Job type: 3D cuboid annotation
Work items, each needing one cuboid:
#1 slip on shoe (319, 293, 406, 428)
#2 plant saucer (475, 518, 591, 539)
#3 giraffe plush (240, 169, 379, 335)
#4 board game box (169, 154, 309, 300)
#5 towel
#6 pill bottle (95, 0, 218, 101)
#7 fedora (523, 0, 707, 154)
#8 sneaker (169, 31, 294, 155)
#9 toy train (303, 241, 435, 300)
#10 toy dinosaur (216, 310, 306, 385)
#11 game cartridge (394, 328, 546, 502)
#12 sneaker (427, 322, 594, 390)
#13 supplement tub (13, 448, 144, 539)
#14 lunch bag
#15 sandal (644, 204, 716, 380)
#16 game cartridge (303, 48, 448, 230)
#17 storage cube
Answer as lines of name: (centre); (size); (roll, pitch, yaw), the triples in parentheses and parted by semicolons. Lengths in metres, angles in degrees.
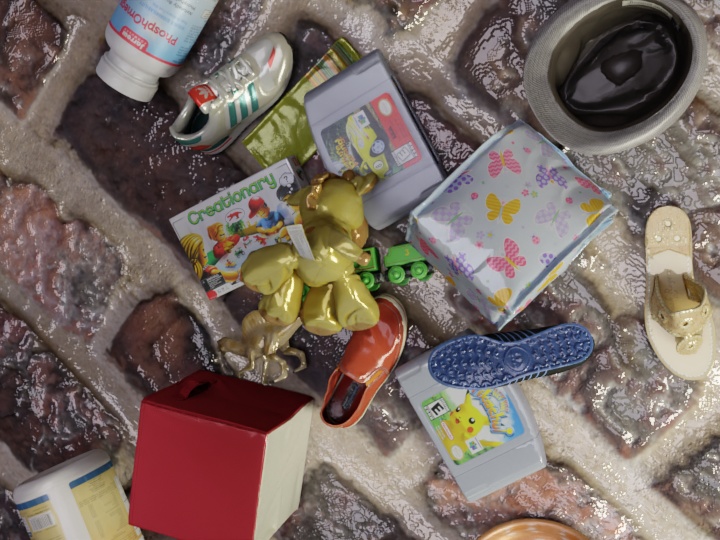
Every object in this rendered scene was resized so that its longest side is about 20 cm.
slip on shoe: (0.003, 0.124, 1.156); (0.074, 0.061, 0.201); (30, 105, 14)
plant saucer: (0.214, 0.397, 1.069); (0.199, 0.200, 0.038); (6, 133, 18)
giraffe plush: (-0.046, -0.040, 1.076); (0.172, 0.163, 0.200); (10, 139, 6)
board game box: (-0.148, -0.056, 1.190); (0.199, 0.035, 0.127); (-25, 95, 20)
towel: (-0.066, -0.207, 1.156); (0.200, 0.018, 0.086); (-42, 83, 20)
pill bottle: (-0.266, -0.329, 1.158); (0.109, 0.109, 0.200); (38, 108, 10)
fedora: (0.285, -0.226, 0.994); (0.200, 0.090, 0.177); (-39, 86, 13)
sneaker: (-0.170, -0.231, 1.143); (0.200, 0.093, 0.070); (-43, 74, 20)
toy train: (0.000, 0.000, 1.144); (0.199, 0.042, 0.057); (-11, 80, 15)
toy dinosaur: (-0.117, 0.097, 1.195); (0.199, 0.058, 0.101); (-26, 88, 20)
game cartridge: (0.147, 0.184, 1.129); (0.133, 0.040, 0.201); (-32, 87, 16)
sneaker: (0.185, 0.108, 1.070); (0.199, 0.078, 0.070); (-9, 77, 13)
supplement tub: (-0.404, 0.379, 1.286); (0.144, 0.145, 0.201); (-23, 90, 20)
lunch bag: (0.179, -0.058, 1.034); (0.170, 0.127, 0.200); (44, 81, 11)
sandal: (0.363, 0.032, 1.014); (0.077, 0.070, 0.213); (-8, 95, 20)
game cartridge: (0.016, -0.160, 1.117); (0.133, 0.041, 0.201); (-28, 93, 24)
storage cube: (-0.183, 0.254, 1.180); (0.179, 0.171, 0.201); (11, 100, 16)
